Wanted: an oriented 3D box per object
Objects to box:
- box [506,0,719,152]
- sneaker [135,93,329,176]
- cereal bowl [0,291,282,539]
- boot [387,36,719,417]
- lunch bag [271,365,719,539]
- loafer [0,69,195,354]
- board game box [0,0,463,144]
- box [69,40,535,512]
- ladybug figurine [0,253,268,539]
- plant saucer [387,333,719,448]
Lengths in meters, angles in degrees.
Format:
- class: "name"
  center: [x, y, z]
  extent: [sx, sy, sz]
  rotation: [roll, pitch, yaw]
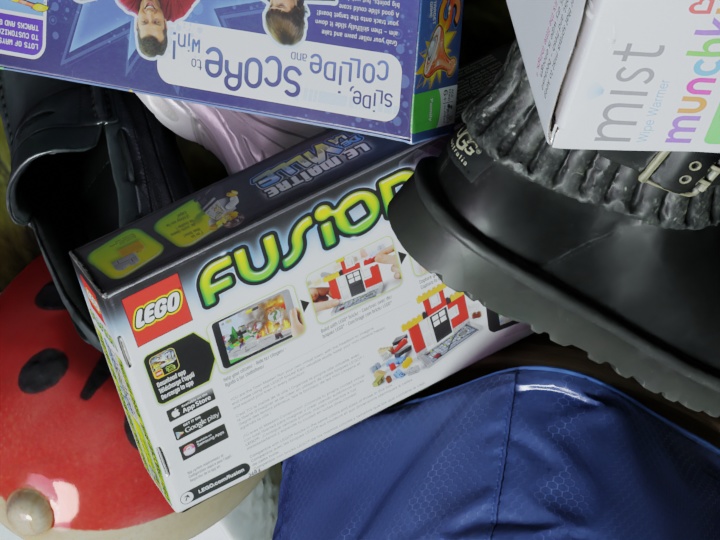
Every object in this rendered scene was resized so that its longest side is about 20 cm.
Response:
- class: "box"
  center: [0.096, -0.164, 0.765]
  extent: [0.096, 0.177, 0.200]
  rotation: [-2, 141, -15]
- class: "sneaker"
  center: [-0.010, -0.056, 1.051]
  extent: [0.200, 0.078, 0.099]
  rotation: [46, 137, -14]
- class: "cereal bowl"
  center: [-0.113, 0.081, 1.251]
  extent: [0.199, 0.083, 0.201]
  rotation: [23, 144, 18]
- class: "boot"
  center: [0.129, -0.038, 0.962]
  extent: [0.210, 0.080, 0.158]
  rotation: [22, 115, -34]
- class: "lunch bag"
  center: [0.045, 0.135, 1.055]
  extent: [0.136, 0.133, 0.200]
  rotation: [29, 148, -31]
- class: "loafer"
  center: [-0.109, -0.042, 1.074]
  extent: [0.068, 0.070, 0.201]
  rotation: [-49, 52, 28]
- class: "board game box"
  center: [-0.054, -0.129, 0.991]
  extent: [0.199, 0.034, 0.136]
  rotation: [12, 106, 29]
- class: "box"
  center: [0.000, 0.000, 1.013]
  extent: [0.035, 0.199, 0.110]
  rotation: [48, 159, 50]
- class: "ladybug figurine"
  center: [-0.091, 0.037, 1.110]
  extent: [0.135, 0.200, 0.072]
  rotation: [25, 130, 2]
- class: "plant saucer"
  center: [0.090, 0.086, 1.123]
  extent: [0.199, 0.030, 0.200]
  rotation: [15, 146, 10]
